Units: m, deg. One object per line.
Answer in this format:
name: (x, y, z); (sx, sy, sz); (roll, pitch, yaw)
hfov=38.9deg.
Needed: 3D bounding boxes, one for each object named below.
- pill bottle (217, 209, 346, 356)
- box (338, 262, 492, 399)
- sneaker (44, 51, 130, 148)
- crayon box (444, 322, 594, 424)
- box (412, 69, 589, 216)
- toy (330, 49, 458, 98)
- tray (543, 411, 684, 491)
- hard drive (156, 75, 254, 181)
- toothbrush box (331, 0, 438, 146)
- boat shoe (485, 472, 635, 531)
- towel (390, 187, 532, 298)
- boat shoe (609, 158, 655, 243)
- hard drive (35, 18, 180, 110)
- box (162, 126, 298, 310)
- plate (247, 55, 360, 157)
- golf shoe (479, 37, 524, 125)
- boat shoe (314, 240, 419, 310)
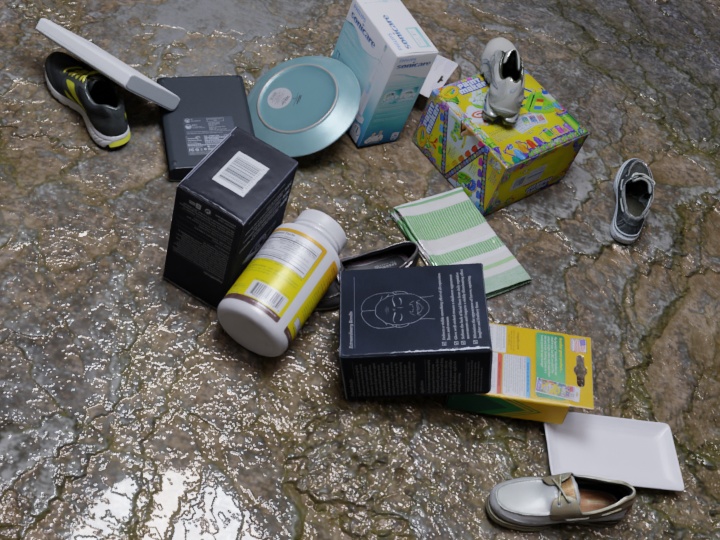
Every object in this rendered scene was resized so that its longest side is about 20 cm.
pill bottle: (-0.101, 0.012, 1.396); (0.109, 0.109, 0.200); (31, 60, 7)
box: (0.073, 0.082, 1.382); (0.200, 0.107, 0.149); (-2, 50, 3)
sneaker: (-0.412, -0.280, 1.560); (0.074, 0.085, 0.200); (-30, 67, -35)
crayon box: (0.223, 0.144, 1.440); (0.200, 0.052, 0.126); (8, 50, 1)
box: (0.233, -0.225, 1.706); (0.200, 0.122, 0.193); (-24, 63, -32)
toy: (0.058, -0.362, 1.807); (0.200, 0.047, 0.115); (28, 53, 9)
tray: (0.351, 0.255, 1.431); (0.200, 0.022, 0.108); (8, 52, -12)
hard drive: (-0.240, -0.228, 1.602); (0.139, 0.033, 0.200); (-5, 55, -14)
toothbrush box: (0.026, -0.326, 1.665); (0.085, 0.200, 0.147); (-14, 58, -31)
boat shoe: (0.264, 0.296, 1.339); (0.200, 0.068, 0.075); (2, 52, -17)
towel: (0.157, -0.040, 1.601); (0.152, 0.023, 0.200); (-18, 60, -30)
boat shoe: (0.476, -0.132, 1.747); (0.072, 0.071, 0.200); (20, 49, -2)
hard drive: (-0.386, -0.315, 1.562); (0.200, 0.026, 0.132); (34, 7, 23)
box: (-0.179, -0.067, 1.393); (0.104, 0.200, 0.148); (30, 49, 7)
plate: (-0.098, -0.270, 1.633); (0.200, 0.026, 0.200); (-7, 62, 12)
golf shoe: (0.242, -0.329, 1.652); (0.078, 0.097, 0.200); (9, 48, -8)
boat shoe: (0.000, 0.000, 1.493); (0.200, 0.057, 0.067); (-19, 61, -30)
